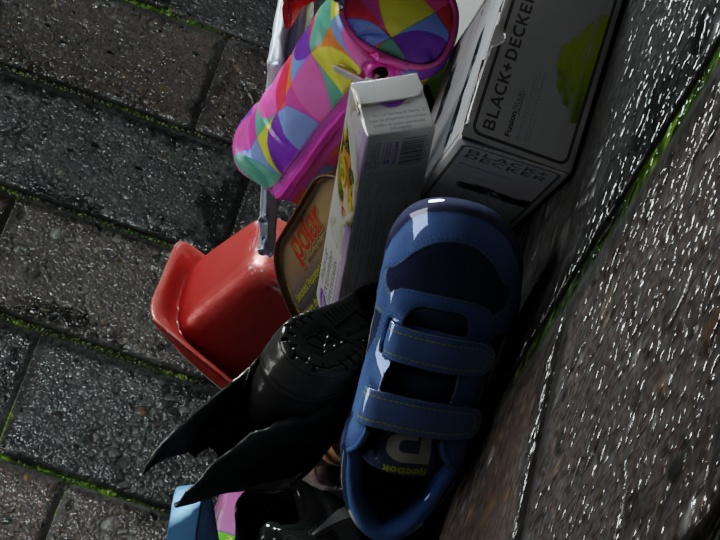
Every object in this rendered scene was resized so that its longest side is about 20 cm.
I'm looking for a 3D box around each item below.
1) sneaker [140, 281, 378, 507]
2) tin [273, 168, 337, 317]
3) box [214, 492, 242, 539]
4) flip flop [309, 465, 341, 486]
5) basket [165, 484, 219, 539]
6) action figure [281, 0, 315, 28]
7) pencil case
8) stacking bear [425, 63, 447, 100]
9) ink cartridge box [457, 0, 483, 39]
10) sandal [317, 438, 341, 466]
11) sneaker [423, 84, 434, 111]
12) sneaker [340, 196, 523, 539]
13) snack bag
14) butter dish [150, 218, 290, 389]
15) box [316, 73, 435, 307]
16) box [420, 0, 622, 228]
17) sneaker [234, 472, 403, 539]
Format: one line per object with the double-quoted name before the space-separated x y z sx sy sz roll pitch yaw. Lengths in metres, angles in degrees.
"sneaker" -0.026 0.069 1.123 0.200 0.060 0.104 -13 -37 -55
"tin" 0.000 0.000 1.285 0.042 0.112 0.200 -34 -8 -25
"box" -0.079 0.257 1.364 0.200 0.096 0.176 -86 16 -72
"flip flop" -0.009 0.053 1.444 0.081 0.057 0.201 18 -96 -51
"basket" -0.081 0.233 1.070 0.176 0.139 0.201 -83 -18 -68
"action figure" 0.043 -0.200 1.273 0.052 0.199 0.066 105 151 -72
"pencil case" -0.012 -0.112 1.252 0.200 0.088 0.089 131 159 -57
"stacking bear" 0.017 -0.158 1.465 0.122 0.113 0.200 -79 -9 -60
"ink cartridge box" 0.031 -0.178 1.641 0.200 0.125 0.129 115 174 -68
"sandal" 0.004 0.094 1.285 0.200 0.080 0.054 130 127 -59
"sneaker" 0.028 -0.077 1.339 0.200 0.075 0.114 112 148 -73
"sneaker" 0.034 0.054 1.014 0.082 0.074 0.200 -76 -2 -52
"snack bag" -0.051 -0.141 1.469 0.200 0.021 0.189 -82 -1 -46
"butter dish" -0.045 0.029 1.583 0.148 0.200 0.200 -45 11 16
"box" 0.006 -0.031 1.139 0.200 0.041 0.039 99 158 -55
"box" 0.079 -0.090 1.106 0.200 0.060 0.117 125 164 -76
"sneaker" -0.023 0.139 1.093 0.067 0.090 0.200 -53 2 10
